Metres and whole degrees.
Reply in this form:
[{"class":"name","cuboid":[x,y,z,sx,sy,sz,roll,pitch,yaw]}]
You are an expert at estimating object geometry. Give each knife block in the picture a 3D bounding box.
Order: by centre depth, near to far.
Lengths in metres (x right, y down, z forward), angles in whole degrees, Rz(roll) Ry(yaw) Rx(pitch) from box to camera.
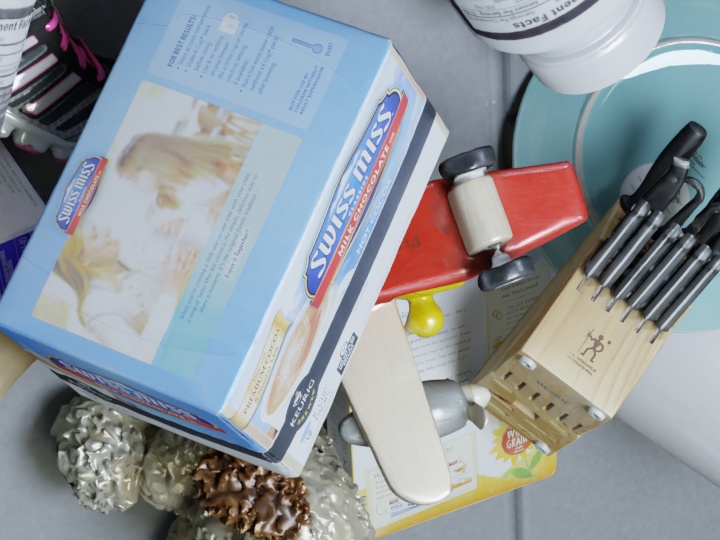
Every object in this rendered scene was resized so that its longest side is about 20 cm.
[{"class":"knife block","cuboid":[0.149,0.006,1.518,0.064,0.200,0.176,37,73,-1]}]

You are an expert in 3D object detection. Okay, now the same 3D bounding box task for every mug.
[{"class":"mug","cuboid":[0.243,0.051,1.625,0.186,0.153,0.149,-39,146,-10]}]

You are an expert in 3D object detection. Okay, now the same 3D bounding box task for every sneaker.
[{"class":"sneaker","cuboid":[-0.168,-0.115,1.344,0.200,0.074,0.088,16,114,-32]}]

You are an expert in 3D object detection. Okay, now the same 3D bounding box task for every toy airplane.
[{"class":"toy airplane","cuboid":[0.000,0.000,1.452,0.200,0.199,0.141,-65,171,4]}]

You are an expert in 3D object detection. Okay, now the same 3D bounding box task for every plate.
[{"class":"plate","cuboid":[0.187,-0.064,1.552,0.200,0.026,0.201,0,90,-7]}]

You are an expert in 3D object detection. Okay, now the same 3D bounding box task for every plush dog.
[{"class":"plush dog","cuboid":[-0.049,0.129,1.500,0.160,0.172,0.200,-40,130,-5]}]

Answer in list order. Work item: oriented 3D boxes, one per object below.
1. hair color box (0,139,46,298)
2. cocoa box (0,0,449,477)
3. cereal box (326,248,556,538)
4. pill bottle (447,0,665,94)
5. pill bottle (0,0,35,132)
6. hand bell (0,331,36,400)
[{"class":"hair color box","cuboid":[-0.257,0.000,1.332,0.200,0.109,0.065,-22,138,-19]},{"class":"cocoa box","cuboid":[-0.064,-0.024,1.323,0.200,0.133,0.131,-65,160,-10]},{"class":"cereal box","cuboid":[0.048,0.053,1.601,0.144,0.040,0.200,-16,124,-23]},{"class":"pill bottle","cuboid":[0.083,-0.186,1.432,0.111,0.111,0.200,-43,131,-3]},{"class":"pill bottle","cuboid":[-0.209,-0.105,1.234,0.111,0.111,0.200,6,108,-34]},{"class":"hand bell","cuboid":[-0.159,0.001,1.430,0.200,0.104,0.104,-40,132,-22]}]
